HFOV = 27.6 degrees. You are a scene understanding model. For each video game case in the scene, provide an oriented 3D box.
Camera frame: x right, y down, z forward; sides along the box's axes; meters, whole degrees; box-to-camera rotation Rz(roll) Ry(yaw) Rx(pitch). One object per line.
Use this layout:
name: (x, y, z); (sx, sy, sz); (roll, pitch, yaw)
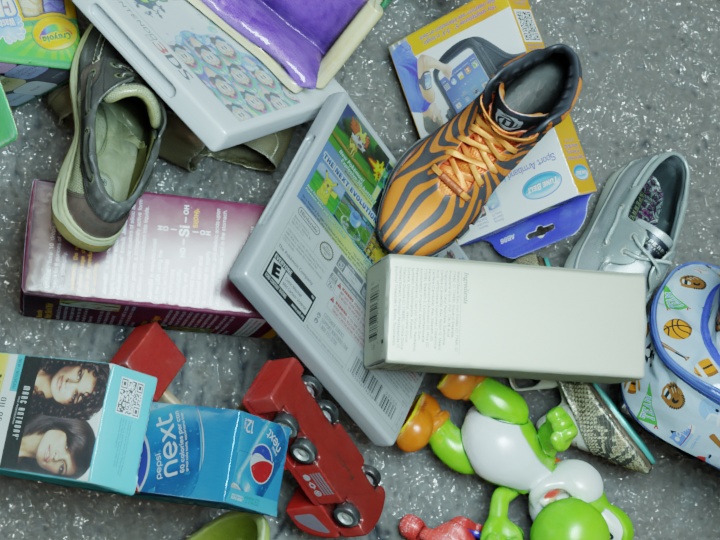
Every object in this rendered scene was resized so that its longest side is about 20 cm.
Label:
video game case: (-0.115, -0.174, 1.093); (0.182, 0.200, 0.024); (47, 118, 8)
video game case: (0.000, 0.000, 1.103); (0.200, 0.022, 0.183); (51, 51, -33)

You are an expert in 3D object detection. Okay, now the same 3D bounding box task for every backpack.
backpack: (0.305, 0.079, 1.143); (0.189, 0.155, 0.200); (18, 33, 9)

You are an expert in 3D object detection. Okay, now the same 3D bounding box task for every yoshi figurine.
yoshi figurine: (0.125, 0.161, 1.122); (0.200, 0.112, 0.112); (39, 64, -2)

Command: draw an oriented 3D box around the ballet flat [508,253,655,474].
ballet flat: (0.160, 0.086, 1.186); (0.075, 0.068, 0.201); (-28, 81, 5)

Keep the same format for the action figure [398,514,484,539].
action figure: (0.114, 0.252, 1.146); (0.199, 0.052, 0.066); (36, 69, 1)

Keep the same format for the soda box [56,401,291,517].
soda box: (-0.152, 0.128, 1.038); (0.199, 0.068, 0.065); (1, 75, 32)

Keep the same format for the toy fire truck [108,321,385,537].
toy fire truck: (-0.083, 0.122, 1.096); (0.201, 0.140, 0.049); (58, 41, -25)

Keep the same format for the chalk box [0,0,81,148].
chalk box: (-0.291, -0.185, 1.072); (0.123, 0.124, 0.201); (1, 76, -49)

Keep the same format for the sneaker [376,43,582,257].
sneaker: (0.085, -0.094, 1.068); (0.077, 0.112, 0.200); (39, 84, 2)

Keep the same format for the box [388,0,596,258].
box: (0.108, -0.112, 1.178); (0.041, 0.119, 0.201); (-8, 77, -55)

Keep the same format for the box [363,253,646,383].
box: (0.106, 0.037, 1.076); (0.199, 0.068, 0.083); (6, 80, -13)

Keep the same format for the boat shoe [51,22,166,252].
boat shoe: (-0.166, -0.109, 1.034); (0.072, 0.066, 0.202); (28, 51, -32)

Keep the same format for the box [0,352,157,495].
box: (-0.240, 0.102, 1.029); (0.199, 0.049, 0.083); (2, 75, 32)

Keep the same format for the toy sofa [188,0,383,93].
toy sofa: (-0.080, -0.232, 1.105); (0.200, 0.098, 0.083); (39, 118, -6)

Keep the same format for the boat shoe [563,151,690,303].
boat shoe: (0.217, -0.019, 1.179); (0.070, 0.071, 0.202); (35, 56, -15)

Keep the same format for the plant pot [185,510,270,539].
plant pot: (-0.075, 0.303, 1.034); (0.184, 0.200, 0.201); (44, 74, -14)

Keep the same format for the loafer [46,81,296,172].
loafer: (-0.143, -0.116, 1.140); (0.199, 0.076, 0.068); (2, 73, -12)

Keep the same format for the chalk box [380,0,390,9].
chalk box: (0.019, -0.302, 1.166); (0.199, 0.124, 0.125); (36, 60, -3)

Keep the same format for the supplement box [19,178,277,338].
supplement box: (-0.151, -0.005, 1.100); (0.199, 0.110, 0.086); (6, 79, -12)
